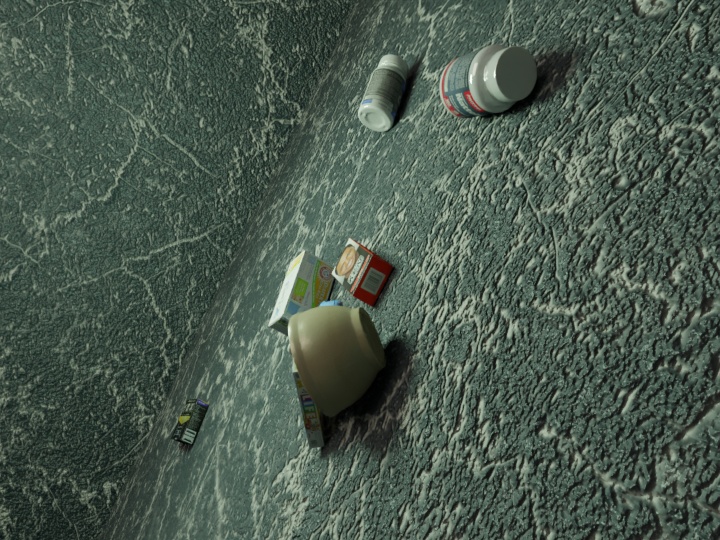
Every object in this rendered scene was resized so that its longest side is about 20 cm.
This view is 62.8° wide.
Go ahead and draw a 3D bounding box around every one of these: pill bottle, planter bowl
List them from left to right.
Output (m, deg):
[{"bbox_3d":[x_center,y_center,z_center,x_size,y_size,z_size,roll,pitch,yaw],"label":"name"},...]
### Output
[{"bbox_3d":[-0.032,0.150,1.112,0.132,0.203,0.202,-25,31,10],"label":"planter bowl"},{"bbox_3d":[0.072,-0.529,1.752,0.113,0.112,0.205,-20,47,60],"label":"pill bottle"},{"bbox_3d":[0.243,-0.362,1.129,0.122,0.117,0.199,-62,20,-1],"label":"pill bottle"}]

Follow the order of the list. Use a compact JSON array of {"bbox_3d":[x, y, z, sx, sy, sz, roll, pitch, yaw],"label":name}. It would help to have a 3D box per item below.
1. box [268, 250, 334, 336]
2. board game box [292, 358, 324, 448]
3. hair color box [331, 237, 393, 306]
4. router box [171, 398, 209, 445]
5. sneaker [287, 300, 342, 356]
[{"bbox_3d":[-0.152,0.069,1.575,0.101,0.110,0.205,-33,35,54],"label":"box"},{"bbox_3d":[-0.104,0.236,1.198,0.136,0.033,0.205,-98,1,-58],"label":"board game box"},{"bbox_3d":[0.000,0.000,1.364,0.104,0.060,0.200,-62,20,4],"label":"hair color box"},{"bbox_3d":[-0.656,0.580,2.266,0.199,0.051,0.161,-24,43,60],"label":"router box"},{"bbox_3d":[-0.100,0.142,1.442,0.198,0.075,0.106,-36,20,37],"label":"sneaker"}]
